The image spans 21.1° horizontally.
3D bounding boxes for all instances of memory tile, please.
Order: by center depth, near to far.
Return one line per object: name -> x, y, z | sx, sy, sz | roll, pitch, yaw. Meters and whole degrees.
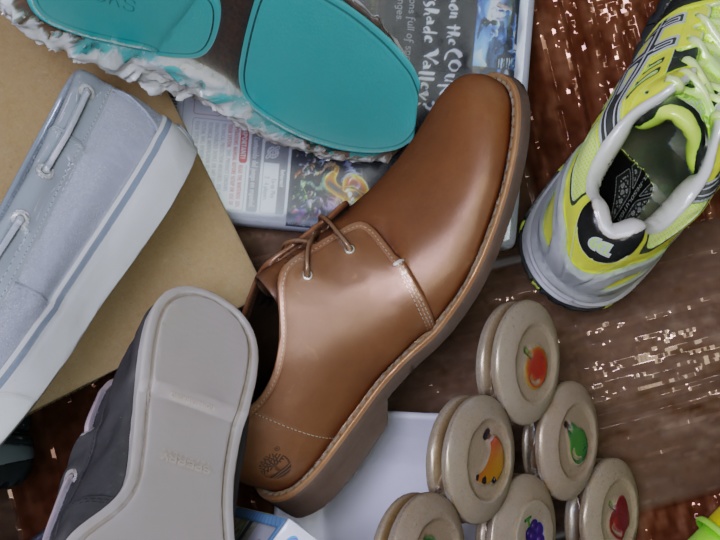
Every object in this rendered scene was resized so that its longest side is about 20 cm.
memory tile -> 0.054, 0.124, 0.757 | 0.201, 0.017, 0.154 | -60, 136, -34

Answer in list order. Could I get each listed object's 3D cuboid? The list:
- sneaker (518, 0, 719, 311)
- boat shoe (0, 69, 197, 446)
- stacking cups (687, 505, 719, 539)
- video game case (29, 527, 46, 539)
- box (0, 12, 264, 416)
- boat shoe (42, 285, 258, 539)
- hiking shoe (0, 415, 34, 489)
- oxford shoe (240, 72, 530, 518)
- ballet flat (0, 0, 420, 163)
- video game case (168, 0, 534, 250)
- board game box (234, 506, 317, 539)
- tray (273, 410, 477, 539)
sneaker -> 0.145, -0.069, 0.822 | 0.075, 0.076, 0.201 | 33, 75, -4
boat shoe -> -0.138, 0.009, 0.718 | 0.071, 0.070, 0.201 | 37, 62, -11
stacking cups -> 0.126, 0.170, 0.827 | 0.061, 0.061, 0.200 | 44, 86, -4
video game case -> -0.162, 0.221, 0.800 | 0.200, 0.019, 0.143 | -37, 93, -7
box -> -0.149, -0.045, 0.769 | 0.163, 0.021, 0.201 | -26, 90, -24
boat shoe -> -0.079, 0.095, 0.696 | 0.067, 0.057, 0.201 | 25, 46, -13
hiking shoe -> -0.226, 0.035, 0.779 | 0.199, 0.074, 0.087 | 11, 79, -17
oxford shoe -> 0.000, 0.000, 0.776 | 0.071, 0.071, 0.201 | 32, 88, -30
ballet flat -> -0.064, -0.099, 0.773 | 0.199, 0.072, 0.072 | 21, 84, -36
video game case -> -0.015, -0.116, 0.833 | 0.180, 0.023, 0.202 | 5, 86, -7
board game box -> -0.087, 0.181, 0.734 | 0.034, 0.134, 0.200 | 38, 78, -8
tray -> 0.012, 0.159, 0.808 | 0.107, 0.022, 0.202 | 1, 87, 29
